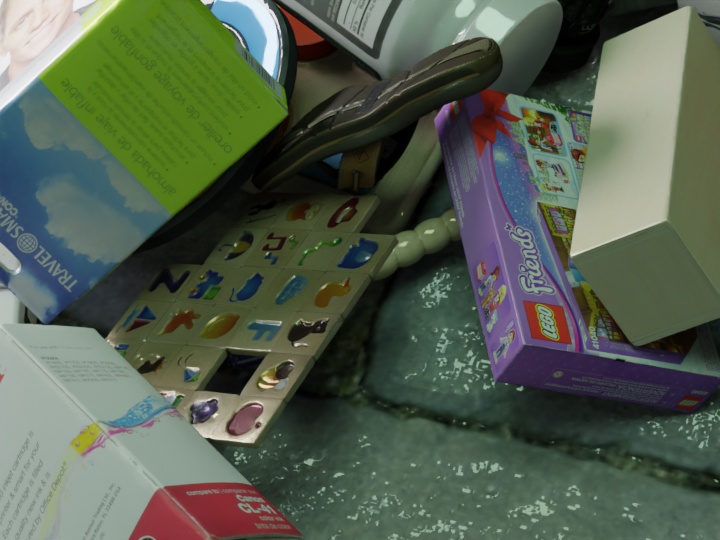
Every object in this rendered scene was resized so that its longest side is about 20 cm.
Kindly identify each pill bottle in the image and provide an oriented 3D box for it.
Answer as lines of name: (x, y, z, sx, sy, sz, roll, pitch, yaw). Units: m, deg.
pill bottle: (0.023, -0.185, 1.350, 0.200, 0.116, 0.116, 38, 67, 19)

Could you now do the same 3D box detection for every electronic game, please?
electronic game: (-0.123, -0.098, 1.360, 0.199, 0.042, 0.201, -23, 47, 27)

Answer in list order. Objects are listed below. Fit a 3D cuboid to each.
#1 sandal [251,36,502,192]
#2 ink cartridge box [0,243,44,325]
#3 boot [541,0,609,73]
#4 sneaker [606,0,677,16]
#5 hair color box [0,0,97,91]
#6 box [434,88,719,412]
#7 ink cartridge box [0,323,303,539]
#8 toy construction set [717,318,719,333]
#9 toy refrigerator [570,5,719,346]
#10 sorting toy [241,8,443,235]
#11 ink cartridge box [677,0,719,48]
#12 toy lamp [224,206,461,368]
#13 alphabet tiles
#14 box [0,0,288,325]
sandal: (0.012, -0.082, 1.280, 0.199, 0.055, 0.082, -23, 19, 34)
ink cartridge box: (-0.257, 0.038, 1.308, 0.115, 0.067, 0.201, -7, 52, 5)
boot: (0.109, -0.249, 1.371, 0.079, 0.158, 0.211, -30, 68, -32)
sneaker: (0.175, -0.256, 1.445, 0.091, 0.076, 0.201, -17, 51, 3)
hair color box: (-0.185, -0.135, 1.376, 0.100, 0.060, 0.201, -39, 34, 17)
box: (0.126, -0.015, 1.252, 0.136, 0.039, 0.201, 11, 48, -25)
ink cartridge box: (-0.146, 0.143, 1.157, 0.200, 0.085, 0.148, 42, 112, 34)
toy construction set: (0.275, 0.093, 1.150, 0.130, 0.092, 0.201, 0, 58, -15)
toy refrigerator: (0.173, -0.057, 1.226, 0.070, 0.076, 0.201, -22, 34, 29)
sorting toy: (-0.022, -0.122, 1.403, 0.199, 0.037, 0.186, 17, 59, 22)
ink cartridge box: (0.265, -0.204, 1.308, 0.083, 0.201, 0.147, 28, 62, 31)
toy lamp: (0.000, 0.000, 1.295, 0.199, 0.058, 0.058, -29, 53, -10)
alphabet tiles: (-0.073, 0.023, 1.250, 0.166, 0.008, 0.200, 3, 45, 39)
box: (-0.154, -0.077, 1.261, 0.200, 0.122, 0.048, -40, 21, 11)
